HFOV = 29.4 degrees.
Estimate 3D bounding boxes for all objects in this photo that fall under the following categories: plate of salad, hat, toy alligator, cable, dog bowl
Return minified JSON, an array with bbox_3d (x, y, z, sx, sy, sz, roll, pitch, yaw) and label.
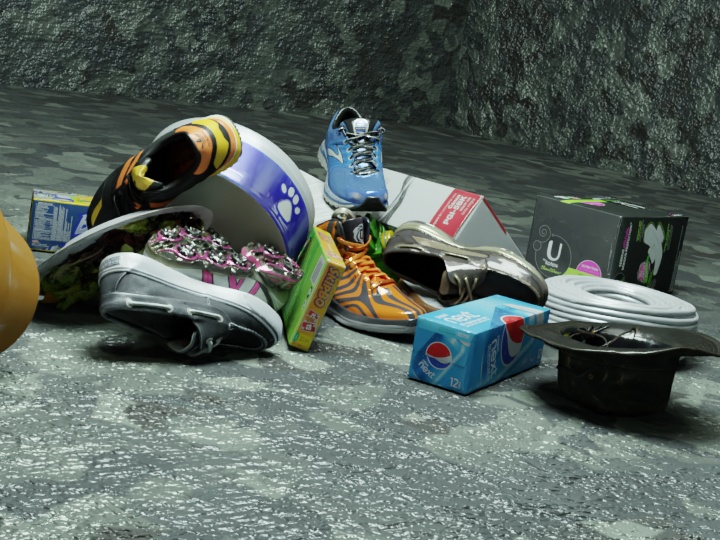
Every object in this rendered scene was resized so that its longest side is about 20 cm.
[{"bbox_3d":[-0.236,-0.010,1.378,0.200,0.048,0.200,-23,-12,-5],"label":"plate of salad"},{"bbox_3d":[0.254,0.099,1.353,0.200,0.081,0.201,4,4,0],"label":"hat"},{"bbox_3d":[0.010,-0.042,1.672,0.059,0.054,0.200,-12,-32,17],"label":"toy alligator"},{"bbox_3d":[0.298,0.055,1.624,0.200,0.069,0.200,16,13,29],"label":"cable"},{"bbox_3d":[-0.154,-0.062,1.483,0.200,0.200,0.079,13,47,15],"label":"dog bowl"}]

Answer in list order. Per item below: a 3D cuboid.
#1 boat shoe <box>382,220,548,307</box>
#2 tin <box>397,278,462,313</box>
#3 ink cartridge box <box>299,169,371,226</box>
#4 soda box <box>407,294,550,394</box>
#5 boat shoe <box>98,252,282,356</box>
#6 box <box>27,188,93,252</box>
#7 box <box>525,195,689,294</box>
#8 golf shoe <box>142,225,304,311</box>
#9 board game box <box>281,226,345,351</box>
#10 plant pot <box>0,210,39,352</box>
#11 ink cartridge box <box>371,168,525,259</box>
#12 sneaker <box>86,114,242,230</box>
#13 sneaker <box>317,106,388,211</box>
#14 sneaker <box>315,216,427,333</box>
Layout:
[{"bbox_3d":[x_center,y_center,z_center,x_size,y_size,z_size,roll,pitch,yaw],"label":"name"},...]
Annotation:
[{"bbox_3d":[0.113,0.010,1.554,0.200,0.075,0.073,20,40,24],"label":"boat shoe"},{"bbox_3d":[0.103,0.045,1.600,0.112,0.042,0.200,3,13,-13],"label":"tin"},{"bbox_3d":[-0.110,-0.085,1.707,0.200,0.050,0.161,27,27,32],"label":"ink cartridge box"},{"bbox_3d":[0.125,0.072,1.409,0.068,0.064,0.200,15,13,27],"label":"soda box"},{"bbox_3d":[-0.157,0.048,1.284,0.072,0.068,0.200,-29,-40,36],"label":"boat shoe"},{"bbox_3d":[-0.300,-0.052,1.668,0.200,0.064,0.070,7,12,-15],"label":"box"},{"bbox_3d":[0.357,-0.036,1.998,0.148,0.125,0.200,18,13,39],"label":"box"},{"bbox_3d":[-0.142,0.015,1.355,0.200,0.092,0.073,16,22,-51],"label":"golf shoe"},{"bbox_3d":[-0.054,0.014,1.462,0.030,0.096,0.200,23,9,-13],"label":"board game box"},{"bbox_3d":[-0.345,0.005,1.074,0.200,0.201,0.183,12,-4,13],"label":"plant pot"},{"bbox_3d":[0.089,-0.046,1.755,0.200,0.083,0.147,20,-22,41],"label":"ink cartridge box"},{"bbox_3d":[-0.213,-0.089,1.360,0.200,0.070,0.090,-32,-4,24],"label":"sneaker"},{"bbox_3d":[-0.009,-0.141,1.705,0.078,0.089,0.200,0,34,-17],"label":"sneaker"},{"bbox_3d":[0.000,0.000,1.537,0.200,0.112,0.077,19,15,40],"label":"sneaker"}]
